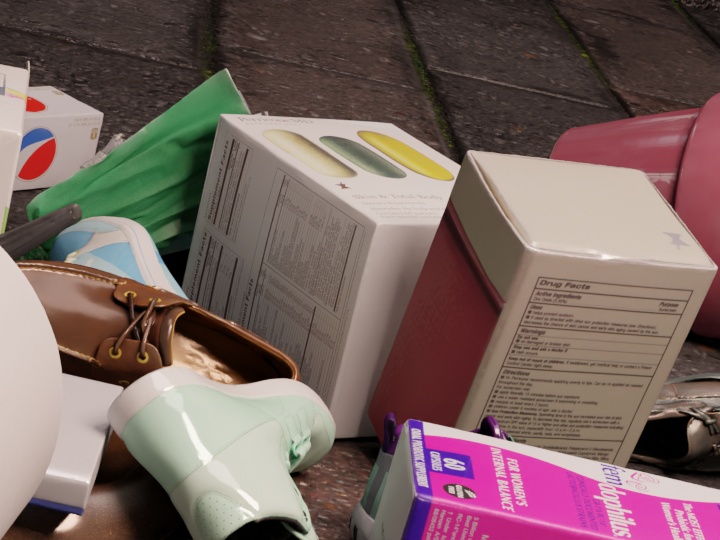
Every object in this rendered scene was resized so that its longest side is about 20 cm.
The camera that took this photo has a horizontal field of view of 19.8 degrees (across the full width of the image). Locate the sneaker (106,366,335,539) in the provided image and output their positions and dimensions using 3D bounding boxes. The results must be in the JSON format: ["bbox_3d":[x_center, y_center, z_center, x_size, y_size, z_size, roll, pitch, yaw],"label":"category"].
[{"bbox_3d":[-0.054,0.122,1.142,0.118,0.074,0.200,56,17,22],"label":"sneaker"}]

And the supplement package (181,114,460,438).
[{"bbox_3d":[0.000,0.000,1.381,0.152,0.151,0.200,0,23,-36],"label":"supplement package"}]

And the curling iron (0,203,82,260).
[{"bbox_3d":[-0.253,-0.011,1.341,0.026,0.050,0.200,26,31,32],"label":"curling iron"}]

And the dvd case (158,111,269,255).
[{"bbox_3d":[-0.131,-0.064,1.565,0.146,0.022,0.200,-15,25,-1],"label":"dvd case"}]

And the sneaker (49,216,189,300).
[{"bbox_3d":[-0.191,0.014,1.312,0.130,0.080,0.200,5,19,-30],"label":"sneaker"}]

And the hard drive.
[{"bbox_3d":[-0.234,0.072,1.092,0.200,0.025,0.132,13,18,-3],"label":"hard drive"}]

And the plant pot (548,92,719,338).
[{"bbox_3d":[0.252,-0.049,1.689,0.179,0.200,0.200,6,13,27],"label":"plant pot"}]

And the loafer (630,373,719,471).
[{"bbox_3d":[0.199,0.109,1.373,0.200,0.072,0.063,7,38,-2],"label":"loafer"}]

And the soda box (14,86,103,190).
[{"bbox_3d":[-0.297,-0.100,1.595,0.068,0.064,0.200,27,23,34],"label":"soda box"}]

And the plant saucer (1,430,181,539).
[{"bbox_3d":[-0.192,0.100,1.135,0.200,0.032,0.200,13,17,-4],"label":"plant saucer"}]

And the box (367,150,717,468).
[{"bbox_3d":[0.103,0.044,1.229,0.128,0.200,0.109,6,32,-25],"label":"box"}]

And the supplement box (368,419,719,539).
[{"bbox_3d":[0.108,0.160,1.071,0.200,0.104,0.101,14,17,-6],"label":"supplement box"}]

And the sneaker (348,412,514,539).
[{"bbox_3d":[0.097,0.130,1.170,0.200,0.088,0.074,7,20,-22],"label":"sneaker"}]

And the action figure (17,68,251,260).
[{"bbox_3d":[-0.159,-0.054,1.444,0.200,0.118,0.055,-26,28,1],"label":"action figure"}]

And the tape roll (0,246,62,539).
[{"bbox_3d":[-0.246,0.070,0.909,0.202,0.203,0.139,16,18,4],"label":"tape roll"}]

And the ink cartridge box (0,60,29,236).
[{"bbox_3d":[-0.277,-0.079,1.459,0.067,0.117,0.200,10,18,-11],"label":"ink cartridge box"}]

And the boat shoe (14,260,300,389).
[{"bbox_3d":[-0.127,0.037,1.209,0.200,0.072,0.068,21,-25,-16],"label":"boat shoe"}]
